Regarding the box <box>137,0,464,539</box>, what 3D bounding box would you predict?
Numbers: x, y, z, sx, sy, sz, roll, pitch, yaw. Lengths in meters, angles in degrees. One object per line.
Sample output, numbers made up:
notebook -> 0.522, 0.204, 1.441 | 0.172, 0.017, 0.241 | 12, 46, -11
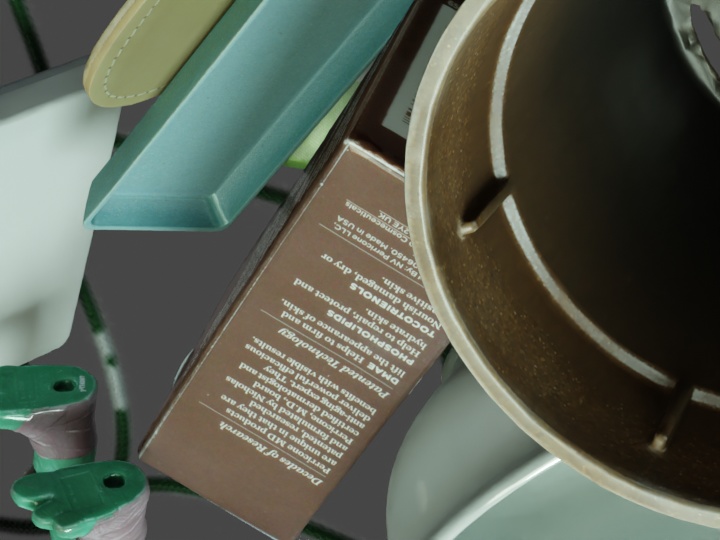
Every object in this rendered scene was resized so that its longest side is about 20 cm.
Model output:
box -> 0.000, 0.000, 0.975 | 0.075, 0.100, 0.200 | 32, 138, -6

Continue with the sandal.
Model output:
sandal -> -0.033, -0.148, 0.929 | 0.212, 0.077, 0.070 | -44, 67, 29

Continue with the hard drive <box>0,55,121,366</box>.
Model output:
hard drive -> -0.176, 0.004, 1.017 | 0.027, 0.200, 0.132 | 36, 128, 26

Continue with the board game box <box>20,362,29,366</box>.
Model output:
board game box -> -0.252, 0.055, 1.114 | 0.199, 0.135, 0.028 | 10, 130, 17

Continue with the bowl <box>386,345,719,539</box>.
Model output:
bowl -> 0.088, 0.059, 0.975 | 0.201, 0.200, 0.091 | -49, 51, 35

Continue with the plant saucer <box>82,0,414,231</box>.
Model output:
plant saucer -> -0.025, -0.079, 0.963 | 0.200, 0.070, 0.019 | -48, 56, 36

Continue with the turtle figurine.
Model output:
turtle figurine -> -0.111, 0.143, 1.061 | 0.150, 0.100, 0.201 | 34, 135, 39

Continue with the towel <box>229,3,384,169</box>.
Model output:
towel -> 0.008, -0.116, 0.973 | 0.148, 0.031, 0.201 | 14, 122, 16

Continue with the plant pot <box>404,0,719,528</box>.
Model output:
plant pot -> 0.139, -0.056, 0.847 | 0.199, 0.198, 0.201 | 10, 120, 17
